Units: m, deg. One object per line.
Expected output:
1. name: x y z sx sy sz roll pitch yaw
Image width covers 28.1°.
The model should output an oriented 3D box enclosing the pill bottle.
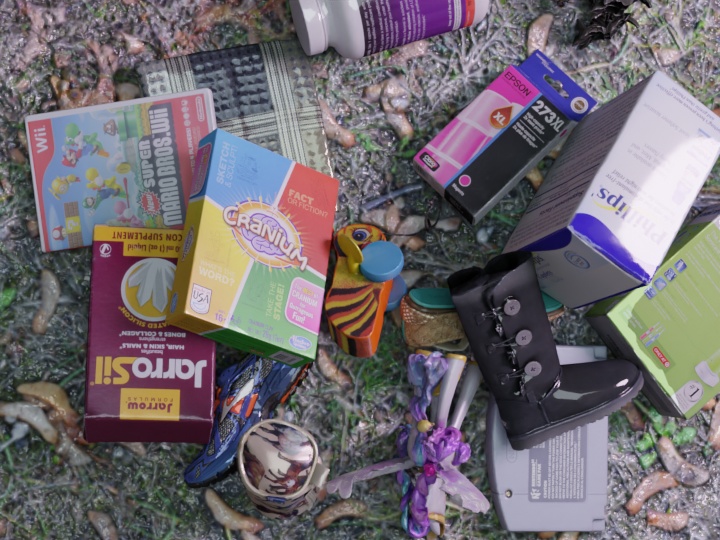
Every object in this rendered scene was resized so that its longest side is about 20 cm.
1. pill bottle: 0.029 -0.291 1.513 0.198 0.112 0.114 -17 91 -9

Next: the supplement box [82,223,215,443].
1. supplement box: -0.210 0.065 1.445 0.129 0.103 0.202 2 71 -9

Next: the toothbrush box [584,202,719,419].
1. toothbrush box: 0.370 0.042 1.567 0.200 0.086 0.146 -40 94 -7

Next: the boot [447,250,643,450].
1. boot: 0.193 0.066 1.487 0.164 0.066 0.202 -26 109 -8

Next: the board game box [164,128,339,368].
1. board game box: -0.104 -0.022 1.435 0.152 0.040 0.202 21 63 -29

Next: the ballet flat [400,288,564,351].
1. ballet flat: 0.126 0.053 1.537 0.198 0.071 0.066 1 118 -25

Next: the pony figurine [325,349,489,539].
1. pony figurine: 0.071 0.185 1.474 0.165 0.193 0.202 9 85 19

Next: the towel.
1. towel: -0.131 -0.136 1.529 0.190 0.035 0.202 -11 88 -12

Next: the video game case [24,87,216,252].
1. video game case: -0.242 -0.103 1.491 0.198 0.017 0.145 -8 89 5

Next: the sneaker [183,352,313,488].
1. sneaker: -0.125 0.139 1.504 0.078 0.075 0.201 33 81 10

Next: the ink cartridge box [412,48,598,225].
1. ink cartridge box: 0.157 -0.150 1.551 0.200 0.037 0.095 -43 76 -12

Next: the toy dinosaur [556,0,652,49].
1. toy dinosaur: 0.256 -0.331 1.564 0.198 0.102 0.137 -17 73 12

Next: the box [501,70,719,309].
1. box: 0.262 -0.078 1.491 0.104 0.184 0.201 35 73 -8

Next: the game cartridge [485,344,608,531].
1. game cartridge: 0.203 0.181 1.563 0.132 0.042 0.203 2 88 -4

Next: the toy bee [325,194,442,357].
1. toy bee: 0.000 0.000 1.514 0.108 0.200 0.132 14 123 19

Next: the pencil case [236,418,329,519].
1. pencil case: -0.078 0.204 1.443 0.089 0.200 0.078 36 77 8
